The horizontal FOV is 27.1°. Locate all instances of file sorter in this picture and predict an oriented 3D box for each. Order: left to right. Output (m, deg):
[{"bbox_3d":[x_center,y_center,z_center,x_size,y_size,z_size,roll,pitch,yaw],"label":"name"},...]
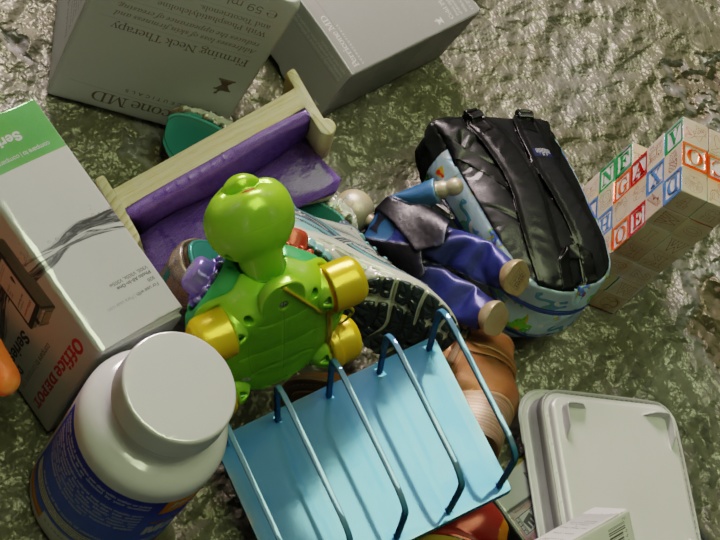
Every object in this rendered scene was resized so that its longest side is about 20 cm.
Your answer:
[{"bbox_3d":[0.004,0.136,1.129,0.198,0.123,0.140,-24,73,-12],"label":"file sorter"}]

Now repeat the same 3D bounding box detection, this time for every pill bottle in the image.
[{"bbox_3d":[-0.160,0.125,1.069,0.111,0.200,0.113,14,56,-21],"label":"pill bottle"}]

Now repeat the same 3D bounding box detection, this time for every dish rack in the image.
[{"bbox_3d":[0.230,0.196,1.317,0.170,0.044,0.202,9,60,-26],"label":"dish rack"}]

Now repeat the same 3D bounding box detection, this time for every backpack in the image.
[{"bbox_3d":[0.148,-0.037,1.394,0.162,0.155,0.200,-5,43,-37],"label":"backpack"}]

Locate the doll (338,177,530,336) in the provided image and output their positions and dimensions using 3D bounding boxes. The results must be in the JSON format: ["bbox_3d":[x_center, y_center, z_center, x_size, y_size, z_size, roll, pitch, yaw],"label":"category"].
[{"bbox_3d":[0.056,-0.021,1.332,0.199,0.138,0.048,28,0,31],"label":"doll"}]

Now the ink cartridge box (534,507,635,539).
[{"bbox_3d":[0.167,0.312,1.180,0.175,0.044,0.203,-18,97,-41],"label":"ink cartridge box"}]

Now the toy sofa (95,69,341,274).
[{"bbox_3d":[-0.113,-0.072,1.241,0.199,0.083,0.098,-30,83,-10],"label":"toy sofa"}]

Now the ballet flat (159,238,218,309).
[{"bbox_3d":[-0.086,0.016,1.259,0.198,0.067,0.069,15,46,-38],"label":"ballet flat"}]

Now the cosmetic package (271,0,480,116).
[{"bbox_3d":[0.009,-0.241,1.463,0.199,0.090,0.107,-34,84,-42],"label":"cosmetic package"}]

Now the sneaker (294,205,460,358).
[{"bbox_3d":[0.000,0.000,1.238,0.199,0.078,0.087,30,33,-18],"label":"sneaker"}]

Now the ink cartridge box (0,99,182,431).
[{"bbox_3d":[-0.242,-0.001,1.135,0.084,0.146,0.201,-30,79,-39],"label":"ink cartridge box"}]

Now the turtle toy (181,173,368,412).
[{"bbox_3d":[-0.075,0.015,1.116,0.144,0.201,0.102,-22,56,-20],"label":"turtle toy"}]

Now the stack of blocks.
[{"bbox_3d":[0.273,-0.061,1.428,0.058,0.200,0.116,20,55,-16],"label":"stack of blocks"}]

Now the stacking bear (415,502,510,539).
[{"bbox_3d":[0.068,0.253,1.184,0.112,0.122,0.201,2,41,13],"label":"stacking bear"}]

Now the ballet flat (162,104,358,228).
[{"bbox_3d":[-0.087,-0.078,1.328,0.199,0.072,0.072,35,50,2],"label":"ballet flat"}]

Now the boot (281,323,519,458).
[{"bbox_3d":[0.038,0.096,1.288,0.197,0.074,0.155,14,35,4],"label":"boot"}]

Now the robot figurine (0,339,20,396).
[{"bbox_3d":[-0.330,0.078,1.057,0.143,0.116,0.202,7,55,-55],"label":"robot figurine"}]

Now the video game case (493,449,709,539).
[{"bbox_3d":[0.219,0.236,1.330,0.180,0.026,0.201,-29,78,-38],"label":"video game case"}]

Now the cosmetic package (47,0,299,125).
[{"bbox_3d":[-0.161,-0.254,1.299,0.165,0.200,0.168,13,55,-22],"label":"cosmetic package"}]
